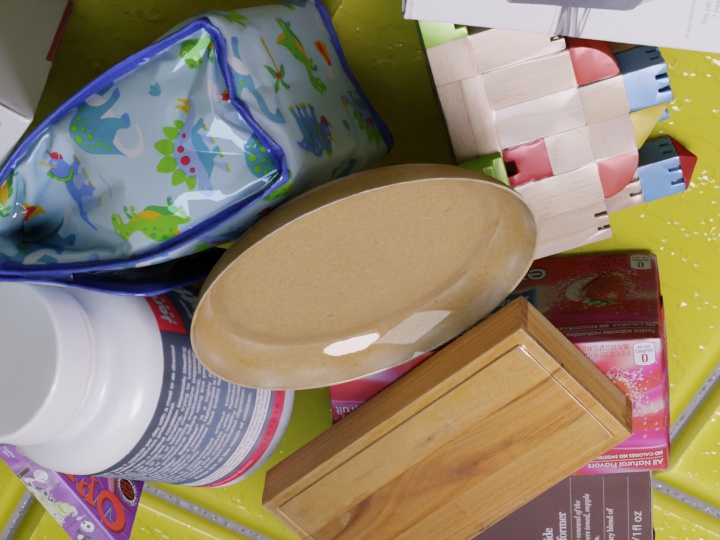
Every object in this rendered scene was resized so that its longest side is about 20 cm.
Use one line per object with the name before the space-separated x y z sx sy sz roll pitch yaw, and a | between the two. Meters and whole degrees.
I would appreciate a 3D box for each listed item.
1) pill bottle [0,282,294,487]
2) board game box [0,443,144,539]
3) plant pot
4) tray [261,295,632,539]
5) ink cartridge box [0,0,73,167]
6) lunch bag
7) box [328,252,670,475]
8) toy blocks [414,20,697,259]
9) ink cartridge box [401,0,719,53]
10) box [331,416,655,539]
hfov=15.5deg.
pill bottle | -0.140 0.061 1.527 0.120 0.120 0.200 -38 154 24
board game box | -0.198 0.070 1.592 0.032 0.120 0.200 -24 119 26
plant pot | 0.000 0.000 1.437 0.200 0.028 0.200 -16 151 -9
tray | 0.049 0.107 1.533 0.200 0.037 0.099 -36 115 26
ink cartridge box | -0.254 -0.067 1.494 0.083 0.146 0.200 30 120 -14
lunch bag | -0.107 -0.055 1.462 0.200 0.170 0.128 -27 87 22
box | 0.083 0.060 1.578 0.200 0.096 0.100 -3 123 6
toy blocks | 0.115 -0.091 1.493 0.136 0.100 0.200 -17 121 1
ink cartridge box | 0.125 -0.188 1.388 0.200 0.146 0.085 8 124 0
box | 0.082 0.139 1.645 0.200 0.075 0.100 -1 123 7
